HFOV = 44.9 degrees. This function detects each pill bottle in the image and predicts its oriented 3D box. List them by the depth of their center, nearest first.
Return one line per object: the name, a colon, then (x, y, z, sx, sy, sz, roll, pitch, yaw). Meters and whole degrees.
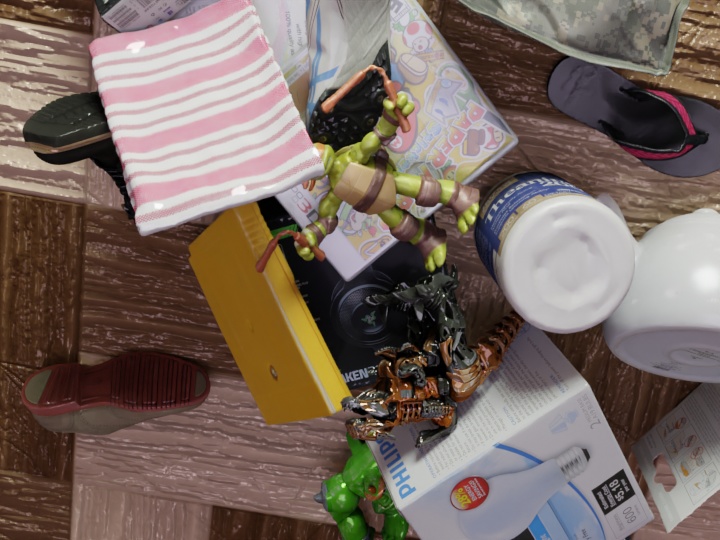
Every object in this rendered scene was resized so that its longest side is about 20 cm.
pill bottle: (0.161, -0.028, 0.779, 0.108, 0.200, 0.113, -1, 105, -2)

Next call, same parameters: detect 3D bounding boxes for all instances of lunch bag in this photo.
lunch bag: (0.156, -0.250, 0.719, 0.196, 0.165, 0.120, 11, 117, -3)

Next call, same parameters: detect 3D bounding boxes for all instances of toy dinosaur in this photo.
toy dinosaur: (0.064, 0.074, 0.774, 0.101, 0.199, 0.138, -20, 94, 45)

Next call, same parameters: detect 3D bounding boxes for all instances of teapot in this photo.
teapot: (0.329, 0.014, 0.826, 0.194, 0.149, 0.200, -1, 156, 33)

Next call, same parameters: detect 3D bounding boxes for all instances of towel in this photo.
towel: (-0.125, -0.127, 0.671, 0.144, 0.202, 0.030, -20, 149, -6)

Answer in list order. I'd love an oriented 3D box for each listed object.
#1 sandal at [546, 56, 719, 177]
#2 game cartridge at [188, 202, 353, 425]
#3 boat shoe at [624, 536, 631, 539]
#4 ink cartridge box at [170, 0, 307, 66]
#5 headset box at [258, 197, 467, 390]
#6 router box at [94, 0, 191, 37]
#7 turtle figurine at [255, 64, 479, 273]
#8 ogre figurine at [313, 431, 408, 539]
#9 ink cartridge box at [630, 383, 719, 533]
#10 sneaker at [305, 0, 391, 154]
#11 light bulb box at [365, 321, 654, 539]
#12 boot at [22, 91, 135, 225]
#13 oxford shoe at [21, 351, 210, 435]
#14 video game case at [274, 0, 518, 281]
sandal: (0.268, -0.140, 0.820, 0.197, 0.045, 0.076, 22, 110, -6)
game cartridge: (-0.092, 0.046, 0.824, 0.032, 0.176, 0.203, -25, 90, -28)
boat shoe: (0.237, 0.253, 0.961, 0.074, 0.062, 0.202, -28, 107, 14)
ink cartridge box: (-0.059, -0.190, 0.790, 0.196, 0.084, 0.148, -7, 109, 4)
headset box: (0.000, 0.000, 0.857, 0.171, 0.093, 0.204, -14, 109, 6)
router box: (-0.148, -0.308, 0.723, 0.198, 0.051, 0.151, -33, 64, 14)
turtle figurine: (0.008, -0.060, 0.723, 0.159, 0.065, 0.202, 25, 113, -19)
ogre figurine: (0.033, 0.229, 0.946, 0.199, 0.099, 0.119, -34, 125, 29)
ink cartridge box: (0.373, 0.163, 0.870, 0.050, 0.161, 0.201, 37, 108, -8)
sneaker: (-0.014, -0.185, 0.696, 0.071, 0.073, 0.203, -7, 123, -25)
light bulb box: (0.140, 0.193, 0.833, 0.198, 0.125, 0.200, -33, 119, 1)
boot: (-0.210, -0.087, 0.776, 0.076, 0.200, 0.141, 18, 117, 21)
oxford shoe: (-0.257, 0.138, 0.943, 0.195, 0.071, 0.076, -1, 138, 1)
video game case: (0.006, -0.119, 0.754, 0.199, 0.023, 0.183, -38, 103, 12)
